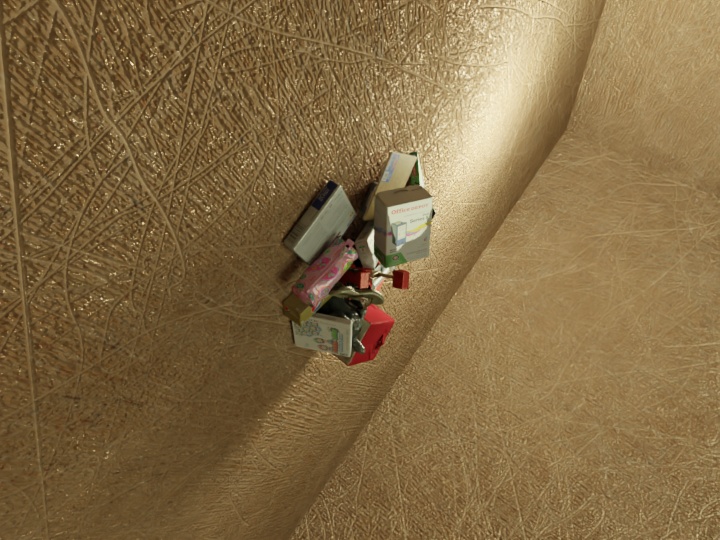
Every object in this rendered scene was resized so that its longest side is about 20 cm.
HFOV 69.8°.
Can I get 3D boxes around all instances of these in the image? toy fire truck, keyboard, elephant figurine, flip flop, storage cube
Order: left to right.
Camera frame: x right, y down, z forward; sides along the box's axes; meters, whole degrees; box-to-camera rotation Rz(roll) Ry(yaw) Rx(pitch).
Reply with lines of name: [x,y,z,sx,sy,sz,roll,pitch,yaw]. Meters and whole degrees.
elephant figurine: [-0.044,0.142,1.607,0.142,0.199,0.155,-54,159,-8]
storage cube: [-0.021,0.199,1.760,0.179,0.199,0.172,3,118,-60]
flip flop: [-0.012,0.085,1.501,0.199,0.081,0.058,14,66,-46]
toy fire truck: [0.025,0.015,1.431,0.140,0.199,0.049,-4,101,-35]
keyboard: [0.062,0.005,1.584,0.200,0.011,0.057,-44,133,-68]

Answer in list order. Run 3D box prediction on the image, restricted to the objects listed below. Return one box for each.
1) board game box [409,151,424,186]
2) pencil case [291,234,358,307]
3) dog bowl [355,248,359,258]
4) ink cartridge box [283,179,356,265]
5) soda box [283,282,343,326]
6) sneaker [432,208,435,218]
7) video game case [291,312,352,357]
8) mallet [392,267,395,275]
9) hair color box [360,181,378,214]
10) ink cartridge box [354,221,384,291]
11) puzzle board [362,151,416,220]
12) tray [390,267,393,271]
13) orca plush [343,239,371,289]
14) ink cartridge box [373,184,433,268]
board game box: [0.188,-0.275,1.674,0.200,0.029,0.136,54,32,-68]
pencil case: [-0.090,0.002,1.353,0.200,0.087,0.088,-48,158,-19]
dog bowl: [0.012,-0.020,1.720,0.111,0.049,0.201,-30,147,-52]
ink cartridge box: [-0.099,-0.112,1.340,0.197,0.043,0.200,-55,163,-6]
soda box: [-0.131,0.065,1.485,0.200,0.067,0.064,-44,156,-33]
sneaker: [0.153,-0.164,1.534,0.199,0.087,0.074,-25,141,-42]
video game case: [-0.115,0.191,1.557,0.201,0.180,0.024,93,10,-54]
mallet: [0.097,-0.054,1.716,0.041,0.202,0.066,-16,-178,12]
hair color box: [0.085,-0.214,1.588,0.200,0.060,0.100,-17,134,-61]
ink cartridge box: [0.051,-0.038,1.588,0.161,0.050,0.201,-61,135,-56]
puzzle board: [0.081,-0.235,1.452,0.150,0.017,0.201,-9,127,-57]
tray: [0.098,-0.098,1.645,0.201,0.022,0.108,-82,157,-50]
orca plush: [0.000,0.000,1.553,0.105,0.071,0.201,-23,121,-22]
ink cartridge box: [0.117,-0.123,1.441,0.144,0.088,0.201,-14,127,-19]
